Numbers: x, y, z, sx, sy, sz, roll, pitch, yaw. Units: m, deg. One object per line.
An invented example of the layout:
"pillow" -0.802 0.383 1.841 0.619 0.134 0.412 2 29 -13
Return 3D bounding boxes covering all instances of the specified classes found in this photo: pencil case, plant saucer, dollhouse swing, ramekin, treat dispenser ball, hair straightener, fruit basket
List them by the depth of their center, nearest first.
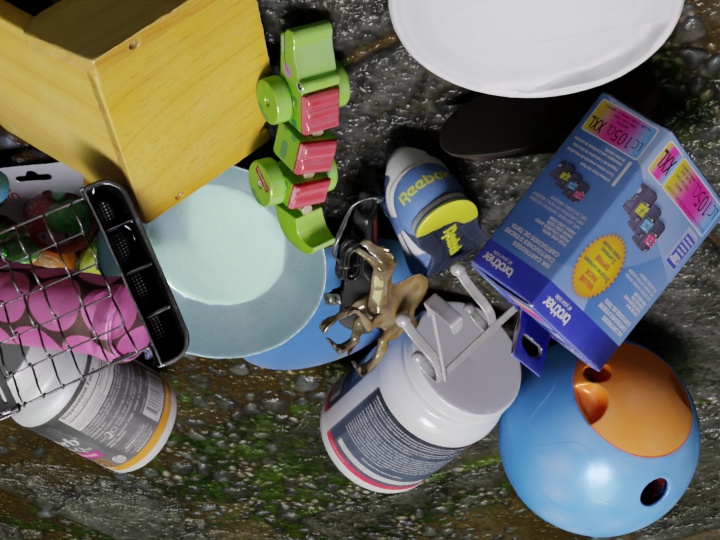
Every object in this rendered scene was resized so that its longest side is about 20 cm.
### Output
"ramekin" 0.118 -0.215 1.040 0.202 0.094 0.202 2 147 1
"dollhouse swing" -0.195 -0.170 1.188 0.182 0.176 0.200 -36 150 -17
"pencil case" -0.268 0.024 1.298 0.200 0.094 0.091 10 132 21
"plant saucer" -0.126 -0.015 1.322 0.201 0.039 0.201 3 123 5
"hair straightener" 0.000 0.000 1.337 0.041 0.077 0.200 22 148 9
"fruit basket" -0.266 -0.020 1.375 0.185 0.094 0.200 -6 143 13
"treat dispenser ball" 0.238 0.165 1.524 0.201 0.201 0.201 2 147 1

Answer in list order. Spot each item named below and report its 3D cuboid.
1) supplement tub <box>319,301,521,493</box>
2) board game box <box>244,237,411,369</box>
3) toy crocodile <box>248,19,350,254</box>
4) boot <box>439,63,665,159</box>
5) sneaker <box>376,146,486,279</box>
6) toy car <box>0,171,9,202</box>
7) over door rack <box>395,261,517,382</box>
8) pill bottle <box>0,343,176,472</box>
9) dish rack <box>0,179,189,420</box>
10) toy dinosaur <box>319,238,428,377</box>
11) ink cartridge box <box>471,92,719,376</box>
"supplement tub" 0.059 0.130 1.538 0.140 0.140 0.200 17 145 -22
"board game box" -0.031 0.020 1.459 0.158 0.039 0.200 -7 144 -28
"toy crocodile" -0.043 -0.104 1.207 0.067 0.062 0.200 -15 130 -29
"boot" 0.180 -0.081 1.278 0.186 0.064 0.200 -10 149 16
"sneaker" 0.060 -0.049 1.332 0.074 0.082 0.200 -34 163 -8
"toy car" -0.370 -0.091 1.230 0.150 0.175 0.200 -44 120 -2
"over door rack" 0.104 0.008 1.294 0.067 0.148 0.200 45 167 12
"pill bottle" -0.295 0.123 1.575 0.116 0.116 0.200 -21 140 33
"dish rack" -0.250 0.032 1.178 0.200 0.154 0.055 -24 -168 -10
"toy dinosaur" 0.023 0.044 1.341 0.101 0.058 0.200 -42 154 -5
"ink cartridge box" 0.177 -0.015 1.176 0.200 0.076 0.136 -51 139 1
